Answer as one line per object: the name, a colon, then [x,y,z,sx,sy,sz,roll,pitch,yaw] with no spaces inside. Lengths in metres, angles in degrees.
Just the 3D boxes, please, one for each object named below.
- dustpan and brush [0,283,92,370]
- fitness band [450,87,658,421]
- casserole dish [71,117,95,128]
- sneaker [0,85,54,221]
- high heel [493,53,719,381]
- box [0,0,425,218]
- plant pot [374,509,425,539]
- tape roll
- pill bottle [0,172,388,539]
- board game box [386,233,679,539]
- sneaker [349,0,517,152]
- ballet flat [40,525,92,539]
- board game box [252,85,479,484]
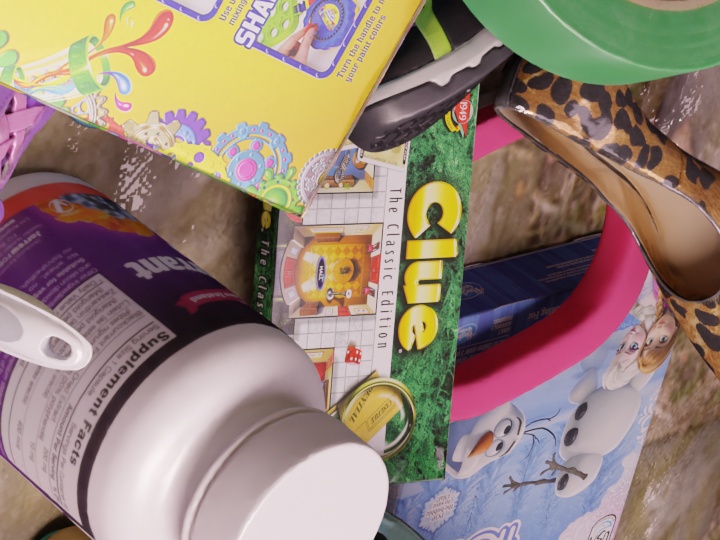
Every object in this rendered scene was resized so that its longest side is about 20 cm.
dustpan and brush: [-0.179,-0.017,0.909,0.057,0.200,0.140,-76,-170,-74]
fitness band: [0.066,-0.010,1.290,0.200,0.037,0.144,-26,114,-33]
casserole dish: [-0.043,-0.130,1.106,0.200,0.039,0.121,-47,145,-11]
sneaker: [-0.155,-0.044,0.997,0.200,0.088,0.081,-40,142,-14]
high heel: [0.127,-0.021,1.265,0.142,0.071,0.200,-20,96,-44]
box: [-0.105,-0.135,0.850,0.192,0.200,0.122,23,101,-37]
plant pot: [-0.017,0.202,1.233,0.200,0.200,0.196,-45,160,-12]
tape roll: [0.113,-0.181,1.143,0.200,0.048,0.201,4,83,-34]
pill bottle: [-0.085,0.052,1.068,0.111,0.200,0.112,-30,139,-30]
board game box: [0.079,0.085,1.421,0.200,0.043,0.199,-14,129,-42]
sneaker: [0.045,-0.132,1.176,0.200,0.083,0.072,-44,-179,-29]
ballet flat: [-0.154,0.215,1.244,0.069,0.063,0.200,-2,120,-48]
board game box: [0.000,0.000,1.207,0.105,0.023,0.200,-4,103,-35]
